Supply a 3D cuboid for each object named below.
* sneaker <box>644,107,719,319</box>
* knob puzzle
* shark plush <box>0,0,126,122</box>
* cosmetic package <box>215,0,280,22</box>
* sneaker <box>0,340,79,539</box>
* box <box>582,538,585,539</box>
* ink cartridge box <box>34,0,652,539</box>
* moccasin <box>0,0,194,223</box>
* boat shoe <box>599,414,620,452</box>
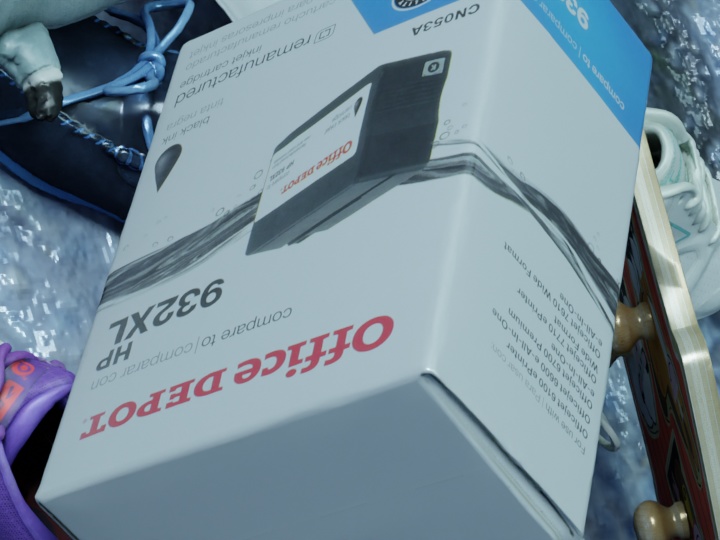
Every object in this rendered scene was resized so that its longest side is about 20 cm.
[{"bbox_3d":[0.120,-0.027,1.113,0.200,0.080,0.071,11,57,-44],"label":"sneaker"},{"bbox_3d":[0.111,0.066,0.984,0.220,0.030,0.221,167,-90,-89],"label":"knob puzzle"},{"bbox_3d":[-0.115,-0.086,0.843,0.083,0.091,0.200,48,28,-16],"label":"shark plush"},{"bbox_3d":[0.017,-0.197,0.981,0.167,0.200,0.167,51,16,-9],"label":"cosmetic package"},{"bbox_3d":[-0.131,0.032,0.809,0.200,0.083,0.081,45,42,-16],"label":"sneaker"},{"bbox_3d":[0.031,0.157,0.860,0.200,0.048,0.159,43,83,-19],"label":"box"},{"bbox_3d":[0.000,0.000,0.804,0.084,0.145,0.201,48,38,-33],"label":"ink cartridge box"},{"bbox_3d":[-0.065,-0.056,0.943,0.199,0.068,0.081,29,48,-28],"label":"moccasin"},{"bbox_3d":[0.050,0.050,0.957,0.075,0.086,0.202,57,37,-6],"label":"boat shoe"}]
